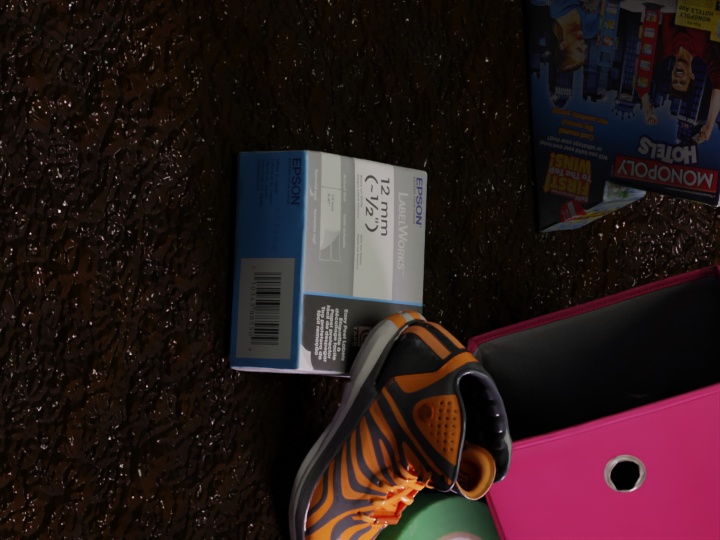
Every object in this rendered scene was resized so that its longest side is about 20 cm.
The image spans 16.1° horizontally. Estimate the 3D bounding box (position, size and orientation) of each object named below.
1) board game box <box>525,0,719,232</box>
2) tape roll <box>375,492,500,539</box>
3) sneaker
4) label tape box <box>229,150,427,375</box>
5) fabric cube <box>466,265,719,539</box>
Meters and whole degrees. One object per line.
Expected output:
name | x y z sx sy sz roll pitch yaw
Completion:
board game box | 0.204 -0.117 1.908 0.062 0.200 0.200 -8 109 -51
tape roll | 0.049 0.256 1.779 0.200 0.048 0.201 1 88 -52
sneaker | 0.027 0.136 1.652 0.077 0.112 0.200 -6 124 -47
label tape box | 0.000 0.000 1.711 0.200 0.066 0.144 7 84 -50
fabric cube | 0.195 0.145 1.792 0.200 0.196 0.200 -83 155 -68
